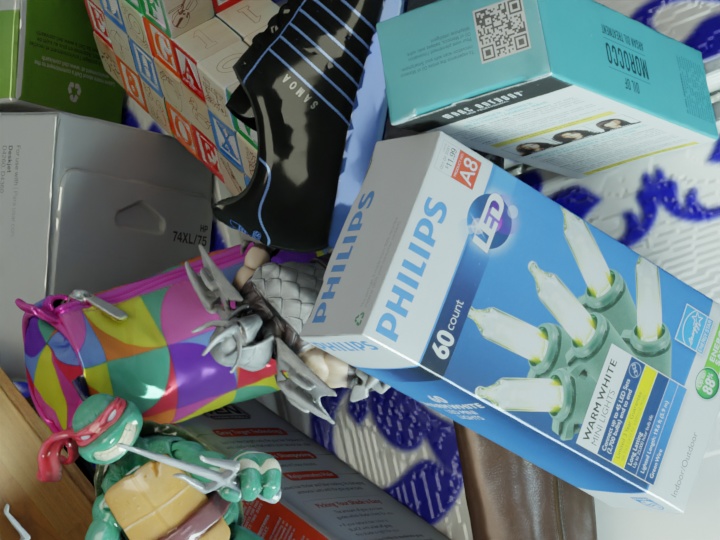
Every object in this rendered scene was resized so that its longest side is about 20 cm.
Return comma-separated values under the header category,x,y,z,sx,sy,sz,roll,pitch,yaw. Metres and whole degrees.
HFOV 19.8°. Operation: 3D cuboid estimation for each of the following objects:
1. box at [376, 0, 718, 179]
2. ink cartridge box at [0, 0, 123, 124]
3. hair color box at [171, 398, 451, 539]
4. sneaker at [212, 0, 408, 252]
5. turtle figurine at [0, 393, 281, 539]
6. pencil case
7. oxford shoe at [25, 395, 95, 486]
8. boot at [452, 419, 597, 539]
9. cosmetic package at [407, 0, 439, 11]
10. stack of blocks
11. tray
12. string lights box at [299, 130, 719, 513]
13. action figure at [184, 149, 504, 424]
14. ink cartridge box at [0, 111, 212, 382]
category,x,y,z,sx,sy,sz,roll,pitch,yaw
box,0.093,-0.088,0.977,0.082,0.200,0.049,-15,77,28
ink cartridge box,-0.253,-0.128,1.193,0.147,0.200,0.076,-1,85,32
hair color box,-0.028,0.141,1.091,0.200,0.101,0.061,34,106,30
sneaker,-0.020,-0.109,0.985,0.077,0.070,0.201,10,83,1
turtle figurine,-0.087,0.124,0.973,0.149,0.101,0.200,-34,103,22
pencil case,-0.078,0.031,1.073,0.088,0.199,0.089,34,132,48
oxford shoe,-0.163,0.164,1.192,0.072,0.071,0.201,-30,77,12
boot,0.059,0.144,0.992,0.064,0.186,0.201,-7,85,36
cosmetic package,-0.004,-0.183,1.101,0.090,0.107,0.200,-50,62,17
stack of blocks,-0.080,-0.120,1.108,0.058,0.115,0.200,-30,47,-19
tray,-0.184,0.143,1.095,0.099,0.200,0.037,-42,33,-16
string lights box,0.079,0.027,0.964,0.059,0.200,0.103,-3,62,58
action figure,0.000,0.000,1.029,0.130,0.199,0.069,53,148,18
ink cartridge box,-0.207,-0.010,1.186,0.199,0.146,0.147,1,86,32
